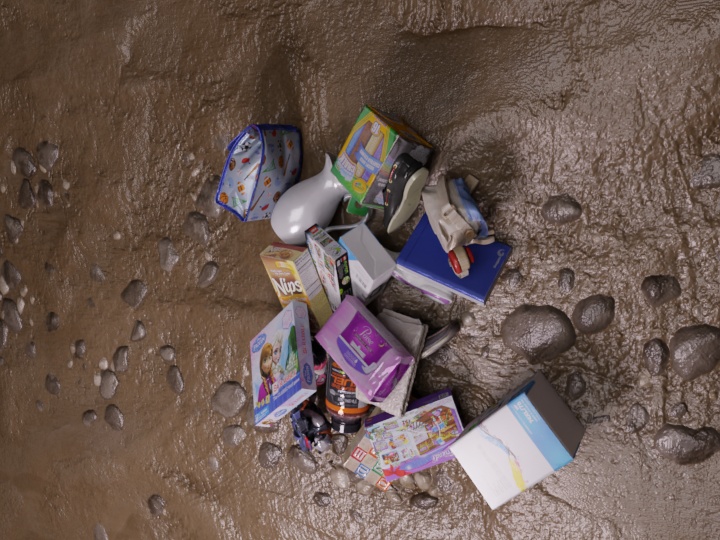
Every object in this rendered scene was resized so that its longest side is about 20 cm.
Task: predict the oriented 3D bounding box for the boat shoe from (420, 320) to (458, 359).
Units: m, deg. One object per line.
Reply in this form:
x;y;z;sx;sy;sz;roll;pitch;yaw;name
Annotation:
0.117;0.151;1.398;0.198;0.074;0.075;-34;82;27;boat shoe

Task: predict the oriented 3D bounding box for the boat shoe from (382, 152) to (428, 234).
0.078;-0.148;1.291;0.063;0.073;0.203;45;152;17;boat shoe

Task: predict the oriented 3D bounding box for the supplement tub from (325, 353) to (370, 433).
-0.024;0.254;1.474;0.104;0.106;0.207;10;103;27;supplement tub

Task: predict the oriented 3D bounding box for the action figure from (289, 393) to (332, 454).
-0.117;0.315;1.490;0.196;0.102;0.202;60;164;26;action figure

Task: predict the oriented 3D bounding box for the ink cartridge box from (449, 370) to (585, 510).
0.304;0.327;1.280;0.200;0.146;0.147;-43;78;26;ink cartridge box

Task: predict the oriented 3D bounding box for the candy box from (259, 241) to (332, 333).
-0.138;0.040;1.470;0.113;0.055;0.204;11;133;41;candy box

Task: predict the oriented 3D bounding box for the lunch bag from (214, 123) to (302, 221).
-0.217;-0.228;1.470;0.122;0.169;0.204;30;113;20;lunch bag

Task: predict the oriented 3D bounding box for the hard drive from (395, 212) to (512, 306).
0.185;-0.027;1.315;0.196;0.026;0.134;24;67;23;hard drive

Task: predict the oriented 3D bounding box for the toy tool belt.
0.202;-0.097;1.264;0.120;0.126;0.203;-22;52;2;toy tool belt

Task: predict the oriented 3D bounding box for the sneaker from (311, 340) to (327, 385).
-0.141;0.186;1.521;0.200;0.079;0.076;45;148;47;sneaker

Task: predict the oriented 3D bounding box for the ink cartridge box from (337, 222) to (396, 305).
0.000;0.000;1.409;0.117;0.066;0.201;51;158;13;ink cartridge box

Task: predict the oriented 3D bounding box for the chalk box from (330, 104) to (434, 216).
0.032;-0.206;1.344;0.124;0.123;0.203;49;117;34;chalk box

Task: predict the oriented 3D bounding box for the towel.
0.064;0.189;1.376;0.130;0.034;0.206;14;89;42;towel

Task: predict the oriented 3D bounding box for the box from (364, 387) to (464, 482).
0.120;0.346;1.386;0.195;0.039;0.140;-20;105;6;box

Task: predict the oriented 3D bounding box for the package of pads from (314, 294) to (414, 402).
0.007;0.157;1.347;0.200;0.075;0.122;44;101;30;package of pads

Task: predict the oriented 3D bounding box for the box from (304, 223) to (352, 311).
-0.065;0.007;1.418;0.110;0.034;0.203;43;154;33;box

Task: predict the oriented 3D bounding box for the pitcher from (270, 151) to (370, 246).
-0.088;-0.128;1.449;0.199;0.121;0.173;-41;84;15;pitcher

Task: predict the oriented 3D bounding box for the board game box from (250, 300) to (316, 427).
-0.172;0.203;1.429;0.199;0.040;0.204;-42;46;39;board game box

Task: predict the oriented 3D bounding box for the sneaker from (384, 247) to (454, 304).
0.125;-0.010;1.382;0.197;0.075;0.102;28;87;25;sneaker

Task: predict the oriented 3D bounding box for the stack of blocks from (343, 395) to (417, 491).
0.062;0.365;1.444;0.113;0.059;0.203;32;105;-8;stack of blocks
